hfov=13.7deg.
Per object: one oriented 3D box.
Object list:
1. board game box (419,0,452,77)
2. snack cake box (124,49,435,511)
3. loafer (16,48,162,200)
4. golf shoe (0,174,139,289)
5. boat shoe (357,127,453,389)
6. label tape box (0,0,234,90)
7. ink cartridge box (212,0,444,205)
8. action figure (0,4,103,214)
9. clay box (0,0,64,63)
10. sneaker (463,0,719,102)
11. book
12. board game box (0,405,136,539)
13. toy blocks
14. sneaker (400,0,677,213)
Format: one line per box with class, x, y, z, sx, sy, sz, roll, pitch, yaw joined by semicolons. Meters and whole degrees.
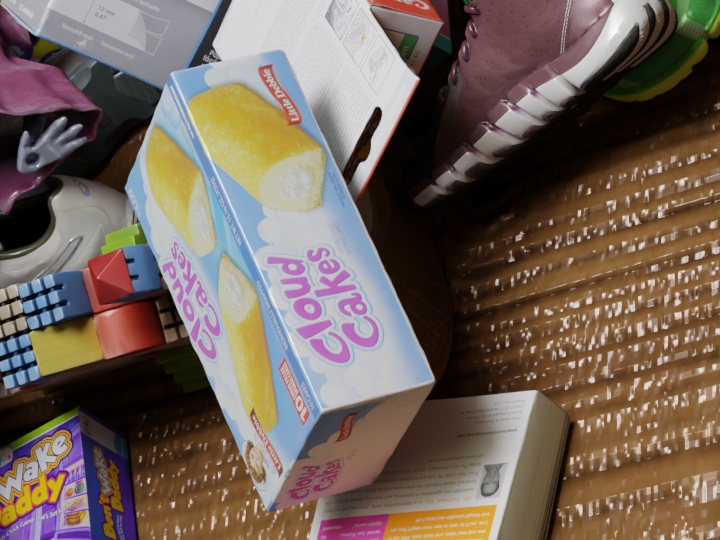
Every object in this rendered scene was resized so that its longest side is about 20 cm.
board game box;-0.016;-0.172;1.719;0.153;0.040;0.200;-36;44;38
snack cake box;-0.044;0.005;1.509;0.200;0.067;0.115;65;152;22
loafer;-0.180;-0.098;1.828;0.200;0.072;0.063;-33;27;10
golf shoe;-0.218;-0.004;1.769;0.200;0.097;0.078;-30;50;24
boat shoe;0.000;0.000;1.609;0.069;0.074;0.200;-31;39;24
label tape box;-0.090;-0.201;1.671;0.200;0.143;0.066;-61;33;9
ink cartridge box;-0.008;-0.108;1.579;0.109;0.050;0.200;-63;35;26
action figure;-0.225;-0.118;1.733;0.149;0.134;0.200;-57;41;28
clay box;-0.232;-0.143;1.853;0.200;0.115;0.048;-38;45;16
sneaker;0.109;-0.147;1.597;0.200;0.084;0.074;24;80;45
book;0.023;0.160;1.506;0.133;0.048;0.200;-6;59;40
board game box;-0.216;0.181;1.688;0.200;0.045;0.135;-29;49;23
toy blocks;-0.146;0.027;1.639;0.200;0.137;0.100;-19;85;33
sneaker;0.070;-0.121;1.565;0.200;0.076;0.116;-39;81;39
